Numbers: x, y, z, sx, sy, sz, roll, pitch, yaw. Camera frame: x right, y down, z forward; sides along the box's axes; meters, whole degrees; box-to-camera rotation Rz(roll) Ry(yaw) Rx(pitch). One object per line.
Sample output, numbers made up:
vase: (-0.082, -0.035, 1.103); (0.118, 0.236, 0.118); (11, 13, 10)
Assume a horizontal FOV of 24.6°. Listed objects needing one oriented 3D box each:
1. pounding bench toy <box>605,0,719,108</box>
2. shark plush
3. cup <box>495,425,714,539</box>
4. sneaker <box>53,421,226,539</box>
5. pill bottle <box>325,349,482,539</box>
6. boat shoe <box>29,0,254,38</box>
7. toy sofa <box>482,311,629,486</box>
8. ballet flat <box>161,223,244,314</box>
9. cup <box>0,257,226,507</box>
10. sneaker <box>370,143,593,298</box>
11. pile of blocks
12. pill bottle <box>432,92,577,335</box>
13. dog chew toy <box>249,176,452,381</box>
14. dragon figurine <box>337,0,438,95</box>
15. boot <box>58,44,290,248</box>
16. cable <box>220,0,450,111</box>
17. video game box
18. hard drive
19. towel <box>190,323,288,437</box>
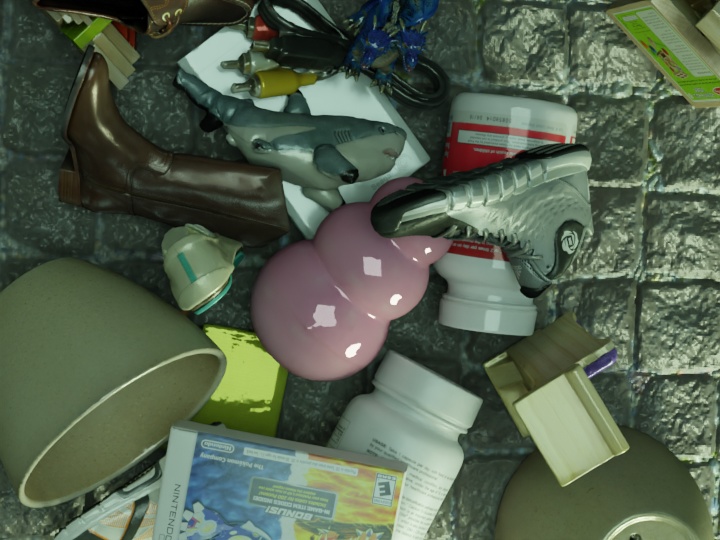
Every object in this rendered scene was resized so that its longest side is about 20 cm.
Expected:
pounding bench toy: (0.331, -0.240, 1.408); (0.124, 0.200, 0.156); (45, 87, -9)
shark plush: (-0.065, -0.120, 1.416); (0.199, 0.091, 0.084); (19, 71, 11)
cup: (0.232, 0.246, 1.456); (0.199, 0.143, 0.202); (-1, 94, -9)
sneaker: (-0.182, 0.214, 1.409); (0.200, 0.074, 0.080); (-34, 89, 6)
pill bottle: (0.020, 0.179, 1.432); (0.113, 0.113, 0.201); (28, 90, -10)
boat shoe: (-0.177, -0.221, 1.335); (0.199, 0.070, 0.071); (7, 62, -28)
toy sofa: (0.175, 0.106, 1.409); (0.097, 0.200, 0.083); (-30, 98, 0)
ballet flat: (-0.134, -0.010, 1.351); (0.069, 0.200, 0.070); (0, 93, -5)
cup: (-0.231, 0.076, 1.353); (0.200, 0.200, 0.143); (-37, 74, -5)
sneaker: (0.109, -0.026, 1.330); (0.199, 0.075, 0.116); (-17, 103, -20)
pile of blocks: (-0.249, -0.244, 1.375); (0.062, 0.082, 0.200); (-44, 99, -4)
pill bottle: (0.122, -0.048, 1.433); (0.112, 0.112, 0.201); (7, 93, -9)
dog chew toy: (0.000, 0.000, 1.395); (0.124, 0.125, 0.200); (43, 105, -9)
dragon figurine: (0.028, -0.217, 1.369); (0.059, 0.100, 0.201); (24, 48, -12)
boot: (-0.145, -0.096, 1.362); (0.199, 0.187, 0.064); (15, 55, -2)
cable: (-0.021, -0.184, 1.420); (0.199, 0.050, 0.098); (7, 64, -24)
video game box: (-0.074, 0.232, 1.355); (0.199, 0.047, 0.183); (10, 95, 3)
hard drive: (-0.049, -0.139, 1.443); (0.132, 0.026, 0.200); (-37, 98, -5)
towel: (-0.118, 0.151, 1.459); (0.086, 0.018, 0.201); (11, 92, -13)
